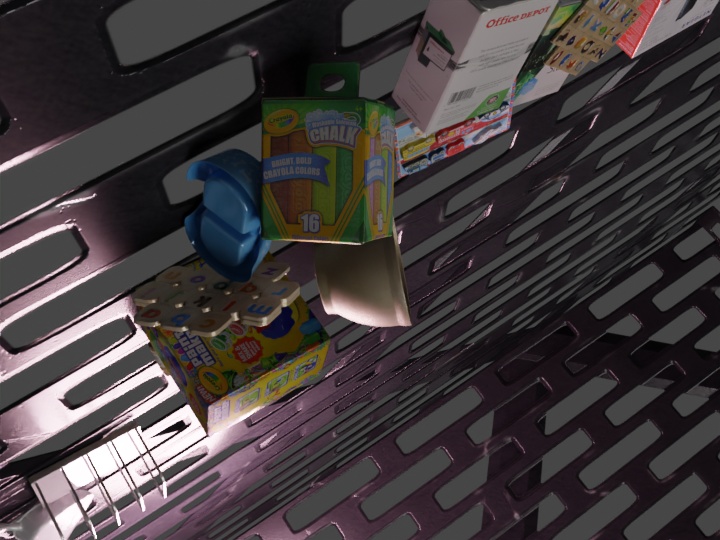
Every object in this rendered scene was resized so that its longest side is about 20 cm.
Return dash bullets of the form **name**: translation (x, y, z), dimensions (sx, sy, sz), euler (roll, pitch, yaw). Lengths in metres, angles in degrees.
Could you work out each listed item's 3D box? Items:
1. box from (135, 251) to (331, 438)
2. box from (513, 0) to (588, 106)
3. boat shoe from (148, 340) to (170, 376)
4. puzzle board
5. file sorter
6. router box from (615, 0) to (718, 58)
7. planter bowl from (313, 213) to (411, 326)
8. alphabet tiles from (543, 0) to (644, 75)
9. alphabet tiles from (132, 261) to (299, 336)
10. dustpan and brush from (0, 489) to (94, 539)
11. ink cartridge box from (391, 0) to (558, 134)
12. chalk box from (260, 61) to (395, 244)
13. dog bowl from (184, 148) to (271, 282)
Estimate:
- **box**: translation (-0.180, 0.089, 1.103), dimensions (0.192, 0.200, 0.122), euler (-28, 158, -25)
- **box**: translation (0.291, -0.340, 1.188), dimensions (0.144, 0.036, 0.200), euler (-24, 155, -32)
- **boat shoe**: translation (-0.224, 0.103, 1.214), dimensions (0.200, 0.069, 0.074), euler (-21, -162, -20)
- **puzzle board**: translation (0.144, -0.216, 1.192), dimensions (0.200, 0.017, 0.151), euler (-25, 159, -4)
- **file sorter**: translation (-0.460, 0.391, 1.400), dimensions (0.200, 0.125, 0.139), euler (-27, 158, -26)
- **router box**: translation (0.535, -0.467, 1.294), dimensions (0.200, 0.049, 0.180), euler (-31, 158, -17)
- **planter bowl**: translation (0.000, 0.000, 1.259), dimensions (0.134, 0.201, 0.200), euler (-10, 159, 4)
- **alphabet tiles**: translation (0.359, -0.369, 1.183), dimensions (0.166, 0.006, 0.200), euler (-49, 158, 28)
- **alphabet tiles**: translation (-0.183, 0.030, 0.995), dimensions (0.196, 0.200, 0.015), euler (-47, 140, -56)
- **dustpan and brush**: translation (-0.608, 0.470, 1.447), dimensions (0.140, 0.057, 0.200), euler (-56, 161, 16)
- **ink cartridge box**: translation (0.144, -0.286, 0.994), dimensions (0.146, 0.084, 0.200), euler (-24, 156, -32)
- **chalk box**: translation (-0.034, -0.135, 0.886), dimensions (0.124, 0.200, 0.124), euler (2, -173, 17)
- **dog bowl**: translation (-0.154, -0.067, 0.951), dimensions (0.050, 0.111, 0.200), euler (-46, 167, -34)
